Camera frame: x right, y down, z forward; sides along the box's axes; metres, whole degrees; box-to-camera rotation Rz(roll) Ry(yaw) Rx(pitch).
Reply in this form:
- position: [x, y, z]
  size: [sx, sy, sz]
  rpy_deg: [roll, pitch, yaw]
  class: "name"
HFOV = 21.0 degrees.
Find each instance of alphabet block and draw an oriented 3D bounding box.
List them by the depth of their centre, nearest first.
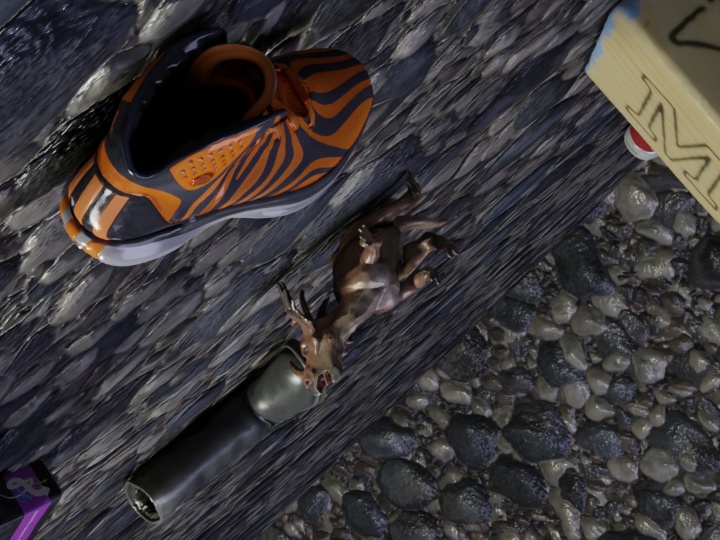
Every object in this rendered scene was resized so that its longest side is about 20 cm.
- position: [0.346, -0.191, 1.754]
  size: [0.195, 0.200, 0.196]
  rpy_deg: [-39, 172, -6]
  class: "alphabet block"

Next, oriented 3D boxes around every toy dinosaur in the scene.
- position: [0.000, 0.000, 1.614]
  size: [0.135, 0.086, 0.200]
  rpy_deg: [-34, -166, 35]
  class: "toy dinosaur"

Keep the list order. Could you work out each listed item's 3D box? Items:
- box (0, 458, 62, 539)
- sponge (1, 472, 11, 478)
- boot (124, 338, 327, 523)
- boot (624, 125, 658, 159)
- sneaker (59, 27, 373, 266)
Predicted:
- position: [-0.309, 0.208, 1.319]
  size: [0.199, 0.036, 0.143]
  rpy_deg: [-26, 164, -37]
  class: "box"
- position: [-0.326, 0.230, 1.472]
  size: [0.200, 0.030, 0.112]
  rpy_deg: [-40, 172, -8]
  class: "sponge"
- position: [-0.136, 0.161, 1.912]
  size: [0.199, 0.073, 0.182]
  rpy_deg: [-30, 166, -24]
  class: "boot"
- position: [0.440, -0.228, 2.487]
  size: [0.199, 0.073, 0.144]
  rpy_deg: [-33, 168, -29]
  class: "boot"
- position: [-0.050, -0.075, 0.949]
  size: [0.199, 0.078, 0.112]
  rpy_deg: [-35, 171, -38]
  class: "sneaker"
